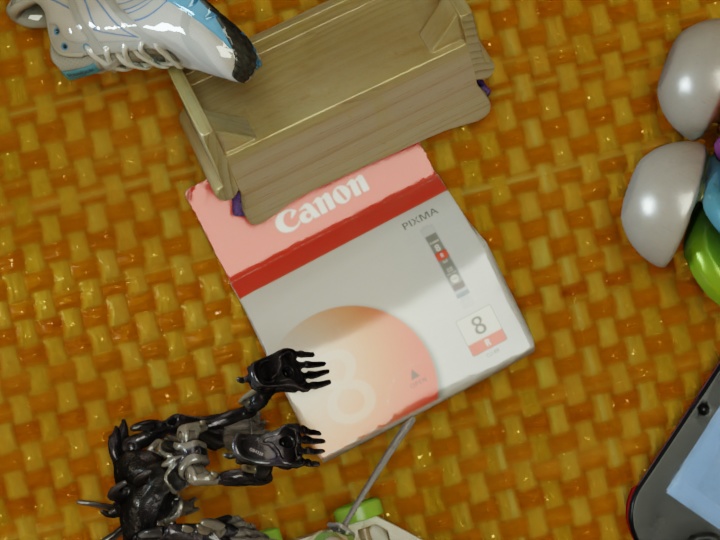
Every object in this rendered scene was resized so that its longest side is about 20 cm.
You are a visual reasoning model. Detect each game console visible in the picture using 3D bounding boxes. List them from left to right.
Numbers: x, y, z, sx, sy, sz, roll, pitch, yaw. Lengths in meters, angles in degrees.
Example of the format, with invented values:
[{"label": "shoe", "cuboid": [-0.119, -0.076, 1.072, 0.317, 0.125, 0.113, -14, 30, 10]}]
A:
[{"label": "game console", "cuboid": [0.289, 0.137, 1.515, 0.177, 0.031, 0.200, 35, 87, -1]}]

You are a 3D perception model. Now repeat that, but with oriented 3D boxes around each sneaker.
[{"label": "sneaker", "cuboid": [-0.147, -0.148, 1.450, 0.200, 0.075, 0.087, 29, 81, 36]}]

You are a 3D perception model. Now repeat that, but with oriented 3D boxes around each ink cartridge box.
[{"label": "ink cartridge box", "cuboid": [0.000, 0.000, 1.496, 0.162, 0.050, 0.201, -27, 92, -4]}]

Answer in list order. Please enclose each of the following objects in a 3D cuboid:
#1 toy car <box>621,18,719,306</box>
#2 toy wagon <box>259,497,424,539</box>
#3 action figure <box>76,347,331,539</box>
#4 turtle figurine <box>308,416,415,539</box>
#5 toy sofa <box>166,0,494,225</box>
[{"label": "toy car", "cuboid": [0.272, -0.072, 1.456, 0.174, 0.150, 0.201, 19, 76, -3]}, {"label": "toy wagon", "cuboid": [0.008, 0.229, 1.491, 0.199, 0.040, 0.156, -17, 89, -4]}, {"label": "action figure", "cuboid": [-0.094, 0.131, 1.450, 0.102, 0.200, 0.119, 17, 53, -35]}, {"label": "turtle figurine", "cuboid": [0.008, 0.237, 1.435, 0.194, 0.200, 0.144, -36, 113, 15]}, {"label": "toy sofa", "cuboid": [-0.019, -0.121, 1.487, 0.199, 0.098, 0.083, -26, 51, -4]}]
